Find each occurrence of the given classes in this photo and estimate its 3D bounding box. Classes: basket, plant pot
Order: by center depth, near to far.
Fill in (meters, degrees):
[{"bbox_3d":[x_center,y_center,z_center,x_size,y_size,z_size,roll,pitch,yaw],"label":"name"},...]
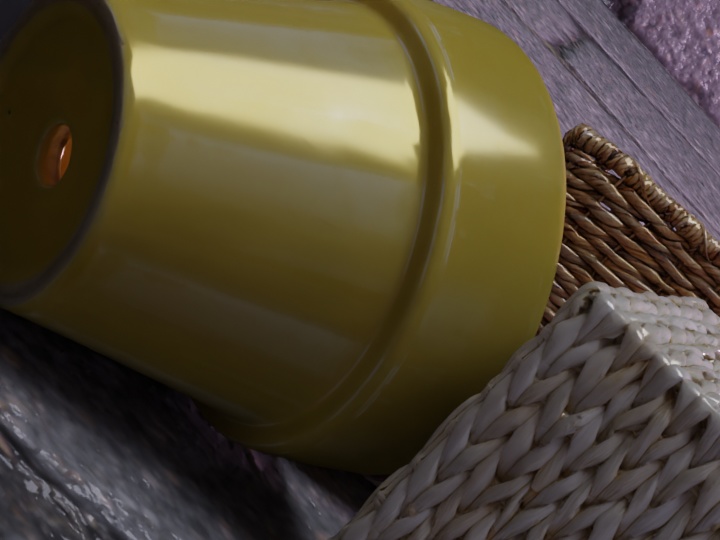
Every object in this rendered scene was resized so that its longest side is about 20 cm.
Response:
[{"bbox_3d":[0.107,0.124,0.948,0.161,0.200,0.198,50,15,18],"label":"basket"},{"bbox_3d":[-0.051,-0.029,0.952,0.188,0.201,0.201,13,33,-36],"label":"plant pot"},{"bbox_3d":[0.160,0.031,1.377,0.200,0.149,0.143,41,9,8],"label":"basket"}]

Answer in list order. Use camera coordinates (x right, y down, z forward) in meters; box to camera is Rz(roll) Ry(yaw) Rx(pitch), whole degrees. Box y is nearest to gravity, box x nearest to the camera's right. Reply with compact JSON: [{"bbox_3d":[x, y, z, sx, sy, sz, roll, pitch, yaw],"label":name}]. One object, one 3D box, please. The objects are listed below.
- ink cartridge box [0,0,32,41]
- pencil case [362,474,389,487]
[{"bbox_3d":[-0.138,-0.162,1.133,0.200,0.084,0.146,51,39,12],"label":"ink cartridge box"},{"bbox_3d":[0.048,0.089,1.106,0.200,0.089,0.078,38,46,-30],"label":"pencil case"}]
